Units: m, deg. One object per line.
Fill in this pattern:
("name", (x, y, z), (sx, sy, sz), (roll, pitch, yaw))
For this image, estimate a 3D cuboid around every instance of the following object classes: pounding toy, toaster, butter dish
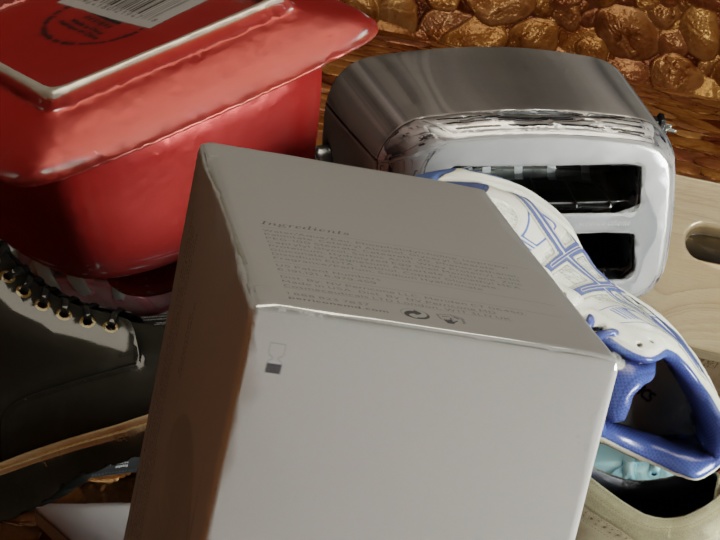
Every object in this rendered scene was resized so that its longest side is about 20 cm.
("pounding toy", (0.187, 0.000, 1.239), (0.199, 0.143, 0.184), (12, -22, 2))
("toaster", (0.078, -0.044, 1.082), (0.199, 0.114, 0.129), (0, 22, -10))
("butter dish", (-0.110, -0.056, 1.006), (0.199, 0.148, 0.200), (-28, 34, -28))

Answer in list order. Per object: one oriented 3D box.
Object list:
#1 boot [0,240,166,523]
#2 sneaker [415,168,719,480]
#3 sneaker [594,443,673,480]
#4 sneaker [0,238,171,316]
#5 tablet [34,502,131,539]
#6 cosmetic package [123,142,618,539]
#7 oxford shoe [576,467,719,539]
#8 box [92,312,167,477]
("boot", (-0.120, 0.016, 0.893), (0.199, 0.139, 0.077), (-24, -3, -5))
("sneaker", (0.093, 0.024, 0.949), (0.200, 0.075, 0.088), (31, 9, -27))
("sneaker", (0.190, 0.103, 1.111), (0.199, 0.082, 0.074), (12, 12, 2))
("sneaker", (-0.172, -0.009, 1.077), (0.199, 0.076, 0.105), (6, 10, 8))
("tablet", (-0.033, 0.129, 0.961), (0.199, 0.014, 0.130), (2, 16, -33))
("cosmetic package", (-0.010, 0.082, 0.751), (0.122, 0.200, 0.200), (9, 16, -13))
("oxford shoe", (0.180, 0.132, 0.991), (0.199, 0.075, 0.070), (8, 13, -12))
("box", (-0.146, 0.053, 1.103), (0.199, 0.044, 0.160), (-4, 22, -45))
